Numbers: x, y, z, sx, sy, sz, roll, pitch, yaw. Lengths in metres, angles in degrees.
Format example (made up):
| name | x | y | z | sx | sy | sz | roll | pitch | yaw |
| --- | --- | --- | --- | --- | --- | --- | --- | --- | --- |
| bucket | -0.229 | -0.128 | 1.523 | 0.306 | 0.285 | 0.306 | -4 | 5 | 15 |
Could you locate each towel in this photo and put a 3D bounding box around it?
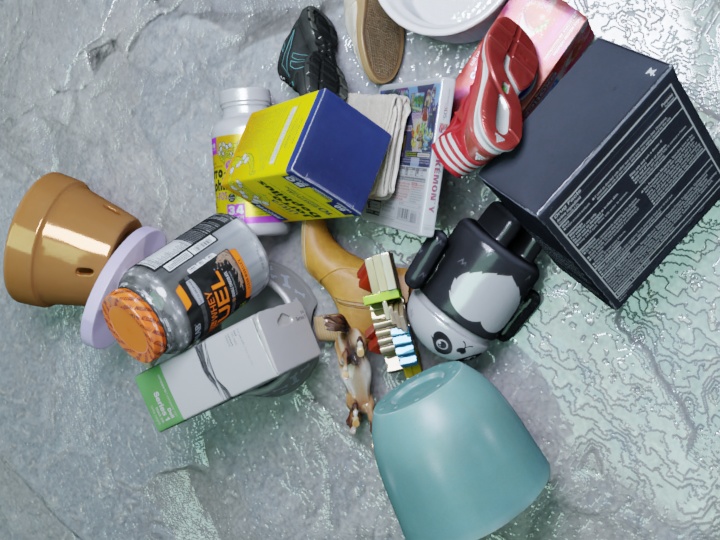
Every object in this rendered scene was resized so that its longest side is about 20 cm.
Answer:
| name | x | y | z | sx | sy | sz | roll | pitch | yaw |
| --- | --- | --- | --- | --- | --- | --- | --- | --- | --- |
| towel | -0.005 | -0.166 | 1.085 | 0.199 | 0.034 | 0.135 | 22 | 102 | 56 |

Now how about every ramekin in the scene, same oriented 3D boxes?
| name | x | y | z | sx | sy | sz | roll | pitch | yaw |
| --- | --- | --- | --- | --- | --- | --- | --- | --- | --- |
| ramekin | 0.120 | -0.383 | 1.029 | 0.198 | 0.097 | 0.204 | 0 | 91 | 26 |

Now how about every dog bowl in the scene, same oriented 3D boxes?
| name | x | y | z | sx | sy | sz | roll | pitch | yaw |
| --- | --- | --- | --- | --- | --- | --- | --- | --- | --- |
| dog bowl | -0.153 | 0.088 | 1.196 | 0.197 | 0.059 | 0.203 | 1 | 93 | 21 |

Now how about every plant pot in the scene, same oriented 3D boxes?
| name | x | y | z | sx | sy | sz | roll | pitch | yaw |
| --- | --- | --- | --- | --- | --- | --- | --- | --- | --- |
| plant pot | -0.416 | -0.030 | 1.236 | 0.138 | 0.200 | 0.203 | 17 | 100 | 4 |
| plant pot | 0.106 | 0.210 | 1.005 | 0.199 | 0.201 | 0.162 | -26 | 95 | 21 |

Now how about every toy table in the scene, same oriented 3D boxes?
| name | x | y | z | sx | sy | sz | roll | pitch | yaw |
| --- | --- | --- | --- | --- | --- | --- | --- | --- | --- |
| toy table | -0.302 | 0.039 | 1.200 | 0.116 | 0.184 | 0.202 | 20 | 70 | 13 |

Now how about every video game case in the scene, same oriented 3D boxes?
| name | x | y | z | sx | sy | sz | roll | pitch | yaw |
| --- | --- | --- | --- | --- | --- | --- | --- | --- | --- |
| video game case | 0.056 | -0.144 | 1.043 | 0.023 | 0.200 | 0.185 | 5 | 97 | -21 |

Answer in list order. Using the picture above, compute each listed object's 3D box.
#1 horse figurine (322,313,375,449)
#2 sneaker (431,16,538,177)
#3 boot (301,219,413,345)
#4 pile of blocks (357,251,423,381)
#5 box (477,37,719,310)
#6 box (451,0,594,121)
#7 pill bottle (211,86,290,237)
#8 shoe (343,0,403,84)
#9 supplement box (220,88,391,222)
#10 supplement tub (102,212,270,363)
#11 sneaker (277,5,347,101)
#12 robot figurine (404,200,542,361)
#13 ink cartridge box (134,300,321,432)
| name | x | y | z | sx | sy | sz | roll | pitch | yaw |
| --- | --- | --- | --- | --- | --- | --- | --- | --- | --- |
| horse figurine | -0.009 | 0.138 | 1.086 | 0.049 | 0.133 | 0.203 | -11 | 106 | -1 |
| sneaker | 0.127 | -0.190 | 0.923 | 0.078 | 0.202 | 0.115 | 36 | 140 | -19 |
| boot | 0.000 | 0.001 | 1.129 | 0.142 | 0.071 | 0.204 | -6 | 96 | 17 |
| pile of blocks | 0.031 | 0.071 | 1.053 | 0.061 | 0.082 | 0.202 | -14 | 111 | 8 |
| box | 0.270 | -0.104 | 0.904 | 0.200 | 0.198 | 0.123 | -48 | 39 | 3 |
| box | 0.188 | -0.238 | 1.014 | 0.095 | 0.099 | 0.201 | 39 | 106 | 15 |
| pill bottle | -0.155 | -0.148 | 1.158 | 0.103 | 0.104 | 0.203 | -4 | 91 | 22 |
| shoe | 0.014 | -0.350 | 1.109 | 0.053 | 0.069 | 0.203 | 3 | 101 | 64 |
| supplement box | -0.072 | -0.136 | 1.030 | 0.199 | 0.108 | 0.111 | 1 | 65 | 57 |
| supplement tub | -0.221 | 0.022 | 1.057 | 0.122 | 0.200 | 0.124 | 26 | 136 | 28 |
| sneaker | -0.067 | -0.264 | 1.106 | 0.079 | 0.075 | 0.202 | -34 | 42 | 31 |
| robot figurine | 0.144 | 0.017 | 1.031 | 0.150 | 0.125 | 0.201 | 38 | 103 | 14 |
| ink cartridge box | -0.170 | 0.124 | 1.094 | 0.198 | 0.146 | 0.085 | -26 | 87 | 22 |
